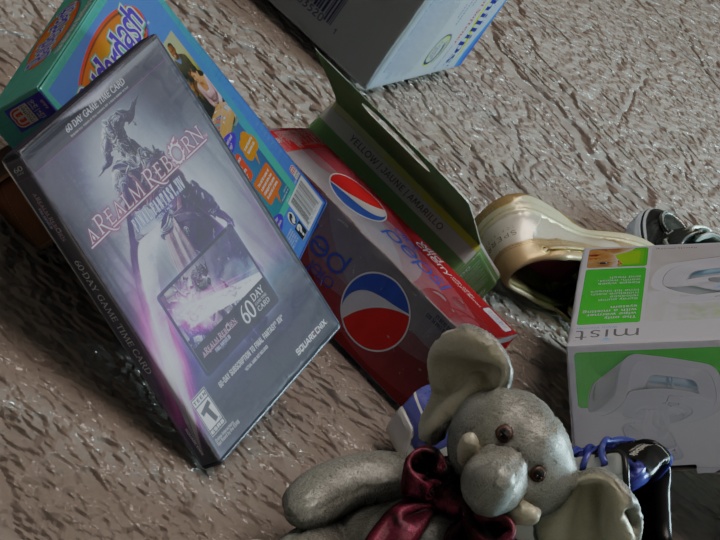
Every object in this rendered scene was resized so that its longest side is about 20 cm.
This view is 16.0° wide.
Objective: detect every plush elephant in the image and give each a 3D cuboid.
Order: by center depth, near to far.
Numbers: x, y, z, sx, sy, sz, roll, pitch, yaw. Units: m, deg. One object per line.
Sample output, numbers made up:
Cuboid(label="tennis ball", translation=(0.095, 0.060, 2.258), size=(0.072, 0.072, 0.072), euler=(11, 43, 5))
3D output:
Cuboid(label="plush elephant", translation=(0.054, 0.128, 1.337), size=(0.164, 0.155, 0.200), euler=(39, 23, 3))

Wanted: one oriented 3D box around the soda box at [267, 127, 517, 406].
Cuboid(label="soda box", translation=(0.000, 0.000, 1.614), size=(0.200, 0.070, 0.063), euler=(46, 24, 17))

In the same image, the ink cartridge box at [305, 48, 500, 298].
Cuboid(label="ink cartridge box", translation=(0.019, -0.052, 1.670), size=(0.146, 0.048, 0.200), euler=(45, -2, 16))

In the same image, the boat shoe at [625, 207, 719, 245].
Cuboid(label="boat shoe", translation=(0.264, 0.000, 2.006), size=(0.072, 0.071, 0.200), euler=(27, 24, -24))

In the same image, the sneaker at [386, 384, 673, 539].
Cuboid(label="sneaker", translation=(0.120, 0.125, 1.498), size=(0.199, 0.115, 0.080), euler=(46, 23, 20))

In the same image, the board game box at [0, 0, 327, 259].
Cuboid(label="board game box", translation=(-0.112, -0.062, 1.470), size=(0.200, 0.045, 0.152), euler=(52, 34, -21))

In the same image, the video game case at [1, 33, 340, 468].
Cuboid(label="video game case", translation=(-0.099, -0.012, 1.401), size=(0.201, 0.019, 0.143), euler=(58, 40, -14))

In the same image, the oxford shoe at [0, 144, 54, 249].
Cuboid(label="oxford shoe", translation=(-0.151, -0.050, 1.510), size=(0.072, 0.071, 0.200), euler=(60, 30, 3))

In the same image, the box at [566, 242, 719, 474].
Cuboid(label="box", translation=(0.243, 0.056, 1.713), size=(0.198, 0.097, 0.177), euler=(-2, 21, 11))

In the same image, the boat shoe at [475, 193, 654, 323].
Cuboid(label="boat shoe", translation=(0.163, 0.010, 1.853), size=(0.199, 0.074, 0.069), euler=(19, 40, -36))

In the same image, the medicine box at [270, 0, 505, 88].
Cuboid(label="medicine box", translation=(0.005, -0.249, 2.037), size=(0.182, 0.103, 0.200), euler=(43, 24, 11))
